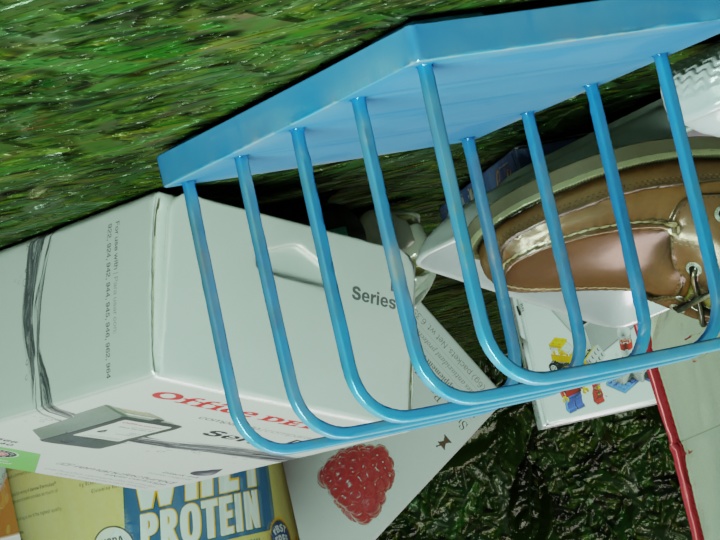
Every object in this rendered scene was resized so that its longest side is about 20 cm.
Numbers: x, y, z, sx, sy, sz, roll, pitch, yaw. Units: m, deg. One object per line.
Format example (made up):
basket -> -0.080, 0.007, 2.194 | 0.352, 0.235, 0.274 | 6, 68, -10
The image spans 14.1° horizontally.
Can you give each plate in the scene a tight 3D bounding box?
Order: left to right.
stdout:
plate -> 0.149, -0.037, 1.293 | 0.200, 0.032, 0.199 | -26, 158, 27

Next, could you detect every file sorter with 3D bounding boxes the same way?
file sorter -> 0.042, -0.013, 1.023 | 0.138, 0.123, 0.200 | -11, 175, -29

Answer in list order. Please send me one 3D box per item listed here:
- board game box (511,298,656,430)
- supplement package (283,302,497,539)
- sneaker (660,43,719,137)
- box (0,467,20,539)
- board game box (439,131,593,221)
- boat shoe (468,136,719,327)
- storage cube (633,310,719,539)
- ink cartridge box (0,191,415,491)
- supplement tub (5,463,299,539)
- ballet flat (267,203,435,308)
board game box -> 0.180, 0.004, 1.582 | 0.199, 0.127, 0.035 | -12, 175, -4
supplement package -> -0.031, 0.112, 1.828 | 0.200, 0.121, 0.120 | -46, -170, -22
sneaker -> 0.208, -0.044, 1.133 | 0.200, 0.115, 0.075 | -9, 174, -36
box -> -0.154, 0.097, 1.714 | 0.097, 0.125, 0.200 | 7, 166, -29
board game box -> 0.123, -0.042, 1.431 | 0.135, 0.035, 0.200 | -12, 175, -10
boat shoe -> 0.146, -0.014, 1.205 | 0.199, 0.068, 0.072 | -12, 159, -10
storage cube -> 0.273, 0.058, 1.448 | 0.180, 0.171, 0.200 | -21, -172, -38
ink cartridge box -> -0.092, 0.037, 1.299 | 0.145, 0.084, 0.200 | 13, 160, -38
supplement tub -> -0.113, 0.103, 1.526 | 0.144, 0.201, 0.145 | -13, 176, -1
ballet flat -> 0.000, 0.000, 1.441 | 0.068, 0.068, 0.200 | -22, 174, 10
